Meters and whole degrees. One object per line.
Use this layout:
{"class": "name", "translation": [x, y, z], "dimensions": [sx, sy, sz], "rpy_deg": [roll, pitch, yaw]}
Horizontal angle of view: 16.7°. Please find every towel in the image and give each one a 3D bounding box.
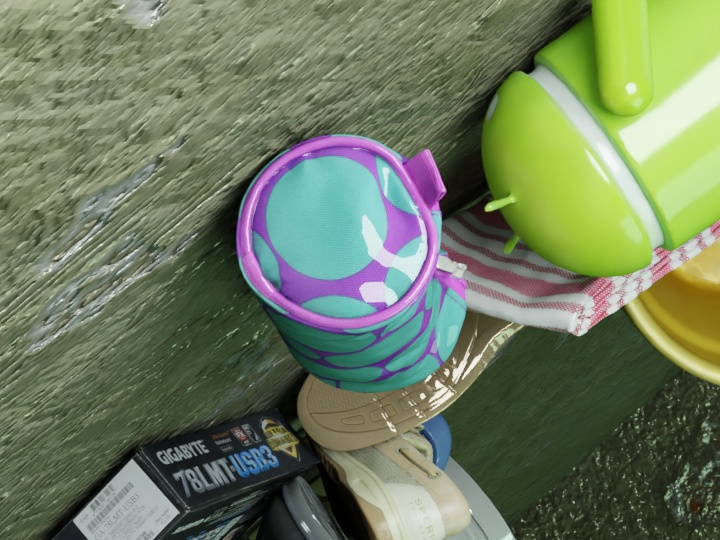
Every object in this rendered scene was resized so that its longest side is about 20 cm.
{"class": "towel", "translation": [0.121, -0.030, 1.325], "dimensions": [0.146, 0.030, 0.200], "rpy_deg": [12, -145, 44]}

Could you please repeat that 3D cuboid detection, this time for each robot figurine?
{"class": "robot figurine", "translation": [0.144, -0.076, 1.178], "dimensions": [0.200, 0.116, 0.176], "rpy_deg": [-36, 159, -2]}

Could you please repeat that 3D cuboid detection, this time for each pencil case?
{"class": "pencil case", "translation": [0.000, 0.000, 1.082], "dimensions": [0.092, 0.085, 0.200], "rpy_deg": [-25, 169, 0]}

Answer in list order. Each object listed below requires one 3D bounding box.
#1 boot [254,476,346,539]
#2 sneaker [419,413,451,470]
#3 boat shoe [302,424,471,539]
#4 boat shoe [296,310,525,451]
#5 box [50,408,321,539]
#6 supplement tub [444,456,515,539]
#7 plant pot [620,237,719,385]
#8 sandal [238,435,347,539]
{"class": "boot", "translation": [-0.094, 0.208, 1.420], "dimensions": [0.199, 0.066, 0.165], "rpy_deg": [-32, 160, -3]}
{"class": "sneaker", "translation": [0.020, 0.137, 1.751], "dimensions": [0.078, 0.070, 0.200], "rpy_deg": [-37, 175, -38]}
{"class": "boat shoe", "translation": [0.014, 0.121, 1.448], "dimensions": [0.065, 0.073, 0.200], "rpy_deg": [-22, -163, -8]}
{"class": "boat shoe", "translation": [0.050, 0.036, 1.434], "dimensions": [0.200, 0.072, 0.065], "rpy_deg": [-41, 171, -4]}
{"class": "box", "translation": [-0.134, 0.167, 1.371], "dimensions": [0.198, 0.050, 0.200], "rpy_deg": [-44, 170, 17]}
{"class": "supplement tub", "translation": [0.012, 0.243, 1.918], "dimensions": [0.200, 0.145, 0.145], "rpy_deg": [-39, 169, -13]}
{"class": "plant pot", "translation": [0.238, -0.037, 1.525], "dimensions": [0.201, 0.201, 0.189], "rpy_deg": [-41, -175, 2]}
{"class": "sandal", "translation": [-0.057, 0.171, 1.600], "dimensions": [0.200, 0.080, 0.054], "rpy_deg": [-40, -175, 3]}
